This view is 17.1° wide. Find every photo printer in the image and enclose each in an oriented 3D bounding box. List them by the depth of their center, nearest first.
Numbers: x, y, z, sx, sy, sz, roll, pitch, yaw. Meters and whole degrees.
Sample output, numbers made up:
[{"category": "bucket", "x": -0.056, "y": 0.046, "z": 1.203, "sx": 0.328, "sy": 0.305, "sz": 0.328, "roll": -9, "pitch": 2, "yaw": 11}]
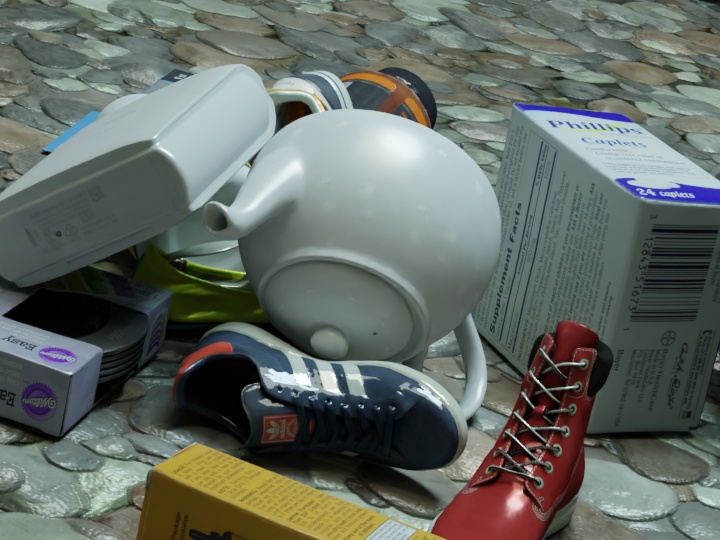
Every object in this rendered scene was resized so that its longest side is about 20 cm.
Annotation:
[{"category": "photo printer", "x": -0.153, "y": -0.072, "z": 1.644, "sx": 0.166, "sy": 0.070, "sz": 0.200, "roll": -22, "pitch": 13, "yaw": 26}]

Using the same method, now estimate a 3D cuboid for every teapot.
[{"category": "teapot", "x": 0.000, "y": 0.000, "z": 1.633, "sx": 0.199, "sy": 0.198, "sz": 0.147, "roll": 13, "pitch": 55, "yaw": 5}]

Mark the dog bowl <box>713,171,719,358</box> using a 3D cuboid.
[{"category": "dog bowl", "x": 0.317, "y": 0.017, "z": 1.765, "sx": 0.078, "sy": 0.201, "sz": 0.200, "roll": -8, "pitch": 23, "yaw": -6}]

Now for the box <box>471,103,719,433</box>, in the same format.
[{"category": "box", "x": 0.181, "y": -0.004, "z": 1.773, "sx": 0.104, "sy": 0.185, "sz": 0.200, "roll": 1, "pitch": 23, "yaw": -27}]

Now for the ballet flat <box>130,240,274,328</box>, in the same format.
[{"category": "ballet flat", "x": -0.072, "y": 0.013, "z": 1.739, "sx": 0.199, "sy": 0.068, "sz": 0.067, "roll": 5, "pitch": 14, "yaw": -20}]

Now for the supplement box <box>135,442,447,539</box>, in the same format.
[{"category": "supplement box", "x": -0.028, "y": 0.165, "z": 1.360, "sx": 0.199, "sy": 0.067, "sz": 0.069, "roll": 20, "pitch": 21, "yaw": 16}]

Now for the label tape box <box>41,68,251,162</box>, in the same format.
[{"category": "label tape box", "x": -0.155, "y": -0.123, "z": 2.062, "sx": 0.199, "sy": 0.064, "sz": 0.144, "roll": 16, "pitch": 19, "yaw": 7}]

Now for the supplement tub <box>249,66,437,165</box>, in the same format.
[{"category": "supplement tub", "x": -0.008, "y": -0.096, "z": 1.958, "sx": 0.106, "sy": 0.108, "sz": 0.200, "roll": 20, "pitch": 36, "yaw": 19}]

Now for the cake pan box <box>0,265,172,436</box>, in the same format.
[{"category": "cake pan box", "x": -0.242, "y": 0.035, "z": 1.602, "sx": 0.199, "sy": 0.053, "sz": 0.184, "roll": 18, "pitch": 23, "yaw": 13}]

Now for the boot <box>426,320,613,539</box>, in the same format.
[{"category": "boot", "x": 0.101, "y": 0.109, "z": 1.480, "sx": 0.072, "sy": 0.145, "sz": 0.200, "roll": 20, "pitch": 22, "yaw": 15}]

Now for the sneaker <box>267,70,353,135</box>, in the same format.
[{"category": "sneaker", "x": -0.024, "y": -0.051, "z": 1.807, "sx": 0.078, "sy": 0.201, "sz": 0.079, "roll": -26, "pitch": -5, "yaw": 32}]

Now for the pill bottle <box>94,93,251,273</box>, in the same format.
[{"category": "pill bottle", "x": -0.145, "y": -0.065, "z": 1.840, "sx": 0.111, "sy": 0.113, "sz": 0.200, "roll": 4, "pitch": 22, "yaw": -24}]

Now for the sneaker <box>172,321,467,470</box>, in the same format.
[{"category": "sneaker", "x": -0.032, "y": 0.095, "z": 1.552, "sx": 0.199, "sy": 0.075, "sz": 0.084, "roll": 14, "pitch": 24, "yaw": 21}]
